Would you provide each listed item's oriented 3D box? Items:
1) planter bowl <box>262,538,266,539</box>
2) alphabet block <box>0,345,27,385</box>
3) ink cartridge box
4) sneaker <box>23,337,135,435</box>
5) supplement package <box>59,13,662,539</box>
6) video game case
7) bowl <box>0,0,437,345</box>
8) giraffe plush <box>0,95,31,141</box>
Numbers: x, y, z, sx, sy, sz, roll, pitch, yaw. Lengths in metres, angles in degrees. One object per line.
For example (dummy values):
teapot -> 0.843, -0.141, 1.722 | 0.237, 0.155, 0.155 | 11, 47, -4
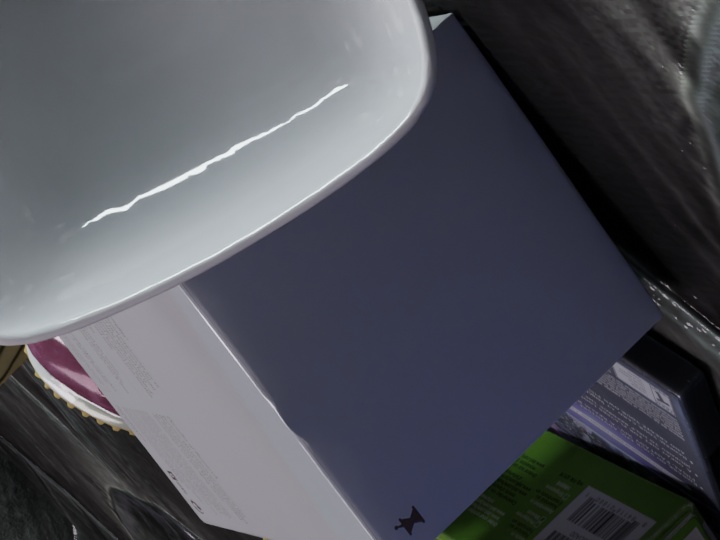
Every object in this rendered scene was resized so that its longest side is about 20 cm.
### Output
planter bowl -> 0.006, 0.175, 1.331 | 0.200, 0.083, 0.201 | 20, 124, 33
alphabet block -> -0.240, -0.061, 1.406 | 0.196, 0.195, 0.200 | 43, 165, 11
ink cartridge box -> 0.135, 0.180, 1.183 | 0.200, 0.076, 0.148 | 55, 165, -26
sneaker -> -0.062, 0.039, 1.183 | 0.199, 0.075, 0.090 | 21, 134, 7
supplement package -> -0.017, 0.007, 1.015 | 0.152, 0.151, 0.200 | 54, 160, -16
video game case -> 0.114, 0.068, 1.135 | 0.143, 0.019, 0.200 | 35, 164, 35
bowl -> -0.089, -0.095, 0.868 | 0.200, 0.199, 0.075 | 61, -174, -3
giraffe plush -> -0.125, -0.110, 0.995 | 0.200, 0.162, 0.173 | 40, 165, 18
